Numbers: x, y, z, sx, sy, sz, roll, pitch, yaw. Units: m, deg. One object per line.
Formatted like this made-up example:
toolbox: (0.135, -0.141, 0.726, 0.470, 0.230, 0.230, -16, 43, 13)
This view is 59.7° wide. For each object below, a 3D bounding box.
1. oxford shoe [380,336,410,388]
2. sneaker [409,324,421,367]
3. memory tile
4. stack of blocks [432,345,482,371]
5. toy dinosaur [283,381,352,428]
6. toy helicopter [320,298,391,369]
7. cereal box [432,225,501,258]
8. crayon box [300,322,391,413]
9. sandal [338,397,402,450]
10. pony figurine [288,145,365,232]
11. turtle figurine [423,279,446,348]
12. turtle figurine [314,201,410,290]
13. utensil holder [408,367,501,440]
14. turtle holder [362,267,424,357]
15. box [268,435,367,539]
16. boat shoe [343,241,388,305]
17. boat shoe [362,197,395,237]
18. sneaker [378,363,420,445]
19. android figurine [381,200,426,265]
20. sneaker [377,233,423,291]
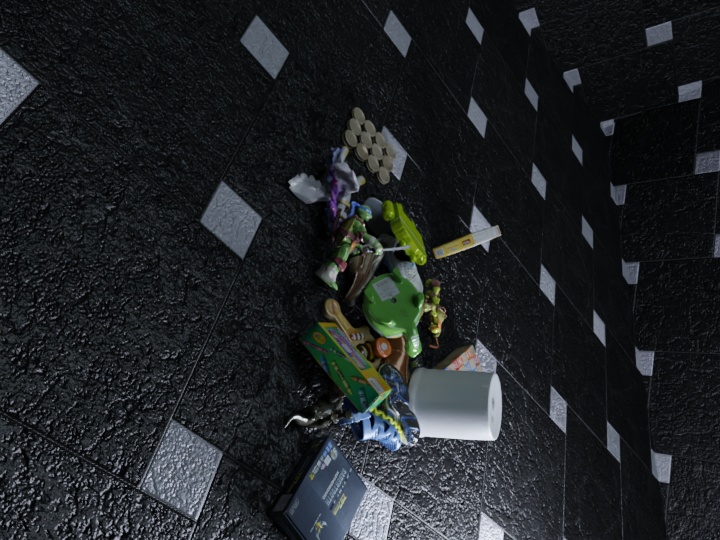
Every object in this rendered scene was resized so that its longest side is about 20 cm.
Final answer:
oxford shoe: (0.077, 0.210, 1.539, 0.071, 0.071, 0.203, 7, 70, -45)
sneaker: (0.120, 0.150, 1.639, 0.083, 0.071, 0.203, 47, 38, -64)
memory tile: (0.027, -0.350, 1.769, 0.200, 0.017, 0.155, 43, 45, -32)
stack of blocks: (0.269, 0.300, 1.744, 0.199, 0.058, 0.117, -24, 93, -53)
toy dinosaur: (-0.083, 0.294, 1.289, 0.199, 0.102, 0.078, -33, 93, -43)
toy helicopter: (-0.030, 0.157, 1.444, 0.201, 0.079, 0.132, 54, 48, -4)
cereal box: (0.328, -0.088, 1.922, 0.199, 0.143, 0.040, -19, 87, -53)
crayon box: (-0.028, 0.200, 1.321, 0.200, 0.058, 0.119, 48, 7, 14)
sandal: (0.014, 0.344, 1.401, 0.200, 0.079, 0.088, 44, 47, -18)
pony figurine: (-0.058, -0.200, 1.499, 0.202, 0.164, 0.194, -78, 148, -40)
turtle figurine: (0.201, 0.105, 1.707, 0.201, 0.063, 0.163, 62, 24, -46)
turtle figurine: (-0.002, -0.035, 1.435, 0.195, 0.143, 0.200, -52, 137, -4)
utensil holder: (0.233, 0.326, 1.537, 0.169, 0.197, 0.173, -3, 90, -66)
turtle holder: (0.088, 0.100, 1.490, 0.184, 0.132, 0.142, 30, 63, 11)
box: (-0.078, 0.458, 1.248, 0.159, 0.051, 0.200, 58, 38, -17)
boat shoe: (0.000, 0.000, 1.546, 0.071, 0.076, 0.201, 28, 55, 2)
boat shoe: (0.071, -0.119, 1.689, 0.201, 0.073, 0.066, 53, 12, -23)
sneaker: (0.072, 0.314, 1.461, 0.075, 0.076, 0.203, -24, 102, -45)
android figurine: (0.115, -0.093, 1.583, 0.183, 0.041, 0.201, 51, 18, -27)
sneaker: (0.117, -0.007, 1.650, 0.075, 0.086, 0.201, -46, 117, -22)
